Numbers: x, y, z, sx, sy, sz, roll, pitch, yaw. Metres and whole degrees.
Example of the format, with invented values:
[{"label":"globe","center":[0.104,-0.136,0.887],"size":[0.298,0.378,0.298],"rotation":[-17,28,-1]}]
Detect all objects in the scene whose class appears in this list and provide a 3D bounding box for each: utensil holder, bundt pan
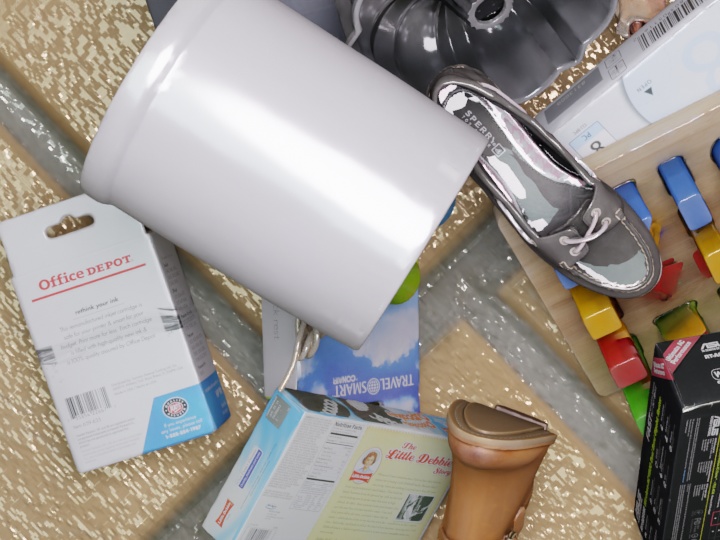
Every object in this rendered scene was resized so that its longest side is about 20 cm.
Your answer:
[{"label":"utensil holder","center":[-0.044,-0.069,1.099],"size":[0.200,0.170,0.170],"rotation":[31,99,1]},{"label":"bundt pan","center":[0.072,-0.196,1.175],"size":[0.202,0.202,0.076],"rotation":[-34,53,9]}]

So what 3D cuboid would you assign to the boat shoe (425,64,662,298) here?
[{"label":"boat shoe","center":[0.116,-0.053,1.153],"size":[0.200,0.057,0.067],"rotation":[45,102,2]}]

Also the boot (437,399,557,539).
[{"label":"boot","center":[0.085,0.176,1.261],"size":[0.074,0.200,0.155],"rotation":[20,90,17]}]

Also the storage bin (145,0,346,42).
[{"label":"storage bin","center":[-0.048,-0.181,1.248],"size":[0.146,0.200,0.134],"rotation":[1,110,52]}]

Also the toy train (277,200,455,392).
[{"label":"toy train","center":[0.000,0.000,1.243],"size":[0.085,0.116,0.200],"rotation":[14,82,34]}]

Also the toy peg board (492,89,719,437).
[{"label":"toy peg board","center":[0.229,0.005,1.229],"size":[0.200,0.098,0.199],"rotation":[-27,128,9]}]

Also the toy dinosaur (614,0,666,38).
[{"label":"toy dinosaur","center":[0.177,-0.261,1.269],"size":[0.135,0.086,0.200],"rotation":[5,92,7]}]

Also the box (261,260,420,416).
[{"label":"box","center":[-0.014,0.014,1.304],"size":[0.048,0.122,0.200],"rotation":[5,98,50]}]

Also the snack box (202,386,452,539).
[{"label":"snack box","center":[-0.011,0.153,1.281],"size":[0.037,0.200,0.116],"rotation":[38,104,39]}]

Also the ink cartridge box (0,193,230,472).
[{"label":"ink cartridge box","center":[-0.187,0.040,1.353],"size":[0.116,0.067,0.200],"rotation":[-17,93,9]}]

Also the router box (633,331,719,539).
[{"label":"router box","center":[0.276,0.121,1.230],"size":[0.150,0.062,0.200],"rotation":[-9,137,-7]}]

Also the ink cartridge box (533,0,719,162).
[{"label":"ink cartridge box","center":[0.245,-0.085,1.244],"size":[0.160,0.047,0.200],"rotation":[-40,114,18]}]
